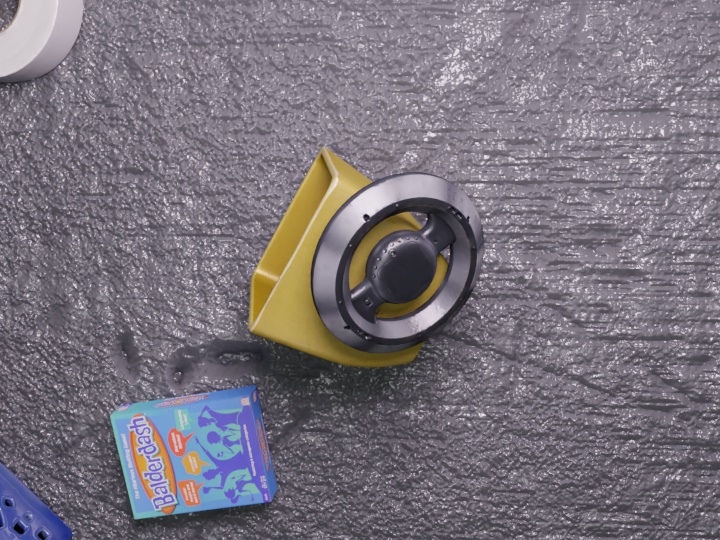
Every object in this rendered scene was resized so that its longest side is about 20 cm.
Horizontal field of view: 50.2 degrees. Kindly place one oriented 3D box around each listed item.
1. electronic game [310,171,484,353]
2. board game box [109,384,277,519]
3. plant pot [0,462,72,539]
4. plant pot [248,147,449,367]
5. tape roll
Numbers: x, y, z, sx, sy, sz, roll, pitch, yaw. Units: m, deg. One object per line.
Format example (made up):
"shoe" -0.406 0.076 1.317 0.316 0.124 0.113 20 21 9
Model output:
"electronic game" 0.042 -0.004 0.798 0.197 0.042 0.203 -11 118 -21
"board game box" -0.225 0.248 1.045 0.197 0.045 0.154 -10 100 8
"plant pot" -0.550 0.397 1.036 0.200 0.180 0.200 44 102 -4
"plant pot" 0.000 0.000 0.911 0.198 0.194 0.197 27 102 -15
"tape roll" -0.449 -0.336 0.944 0.199 0.071 0.206 1 101 5
